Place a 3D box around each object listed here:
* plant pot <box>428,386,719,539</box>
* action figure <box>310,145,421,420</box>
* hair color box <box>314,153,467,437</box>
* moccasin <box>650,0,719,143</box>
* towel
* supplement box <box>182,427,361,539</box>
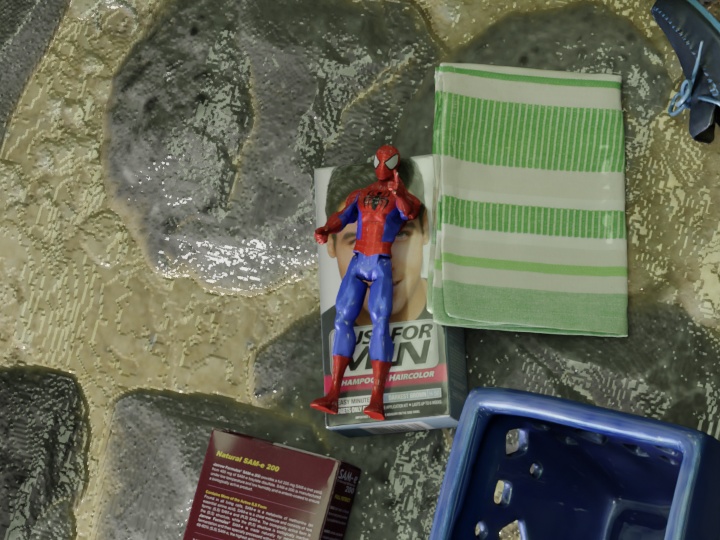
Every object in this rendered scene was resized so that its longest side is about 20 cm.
[{"bbox_3d":[0.175,0.204,1.616,0.200,0.180,0.201,9,81,40],"label":"plant pot"},{"bbox_3d":[0.000,0.000,1.714,0.065,0.099,0.201,6,78,18],"label":"action figure"},{"bbox_3d":[0.023,0.020,1.783,0.099,0.061,0.201,-7,76,17],"label":"hair color box"},{"bbox_3d":[0.267,-0.118,1.721,0.068,0.080,0.200,-37,70,6],"label":"moccasin"},{"bbox_3d":[0.125,-0.054,1.754,0.152,0.023,0.201,3,77,-8],"label":"towel"},{"bbox_3d":[-0.080,0.229,1.774,0.108,0.061,0.201,14,84,19],"label":"supplement box"}]
